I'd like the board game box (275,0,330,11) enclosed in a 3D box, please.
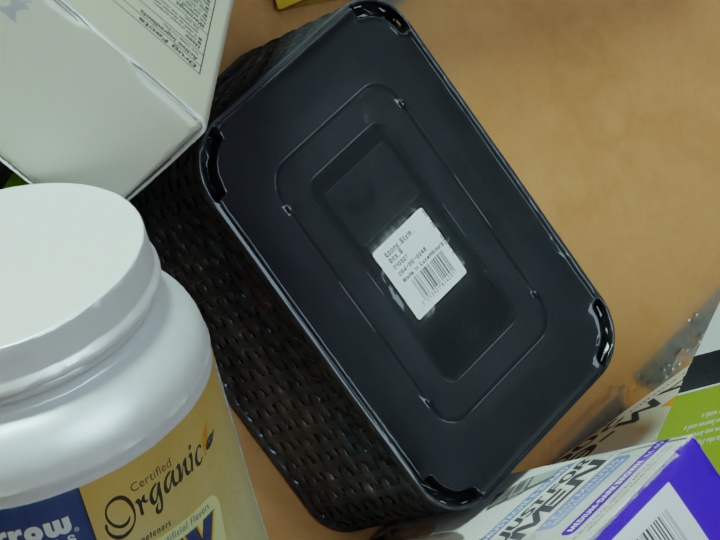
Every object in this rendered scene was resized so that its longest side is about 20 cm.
[{"bbox_3d":[0.031,-0.214,1.402,0.199,0.040,0.154,-14,88,-35],"label":"board game box"}]

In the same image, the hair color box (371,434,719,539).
[{"bbox_3d":[0.063,0.135,1.250,0.109,0.200,0.065,-41,100,-33],"label":"hair color box"}]

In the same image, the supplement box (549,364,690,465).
[{"bbox_3d":[0.184,0.151,1.404,0.126,0.073,0.201,-31,97,-34],"label":"supplement box"}]

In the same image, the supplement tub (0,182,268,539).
[{"bbox_3d":[-0.115,0.082,1.142,0.144,0.144,0.201,-38,127,-33],"label":"supplement tub"}]

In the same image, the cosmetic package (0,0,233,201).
[{"bbox_3d":[-0.110,-0.116,1.209,0.105,0.071,0.200,41,26,-18],"label":"cosmetic package"}]

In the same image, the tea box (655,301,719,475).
[{"bbox_3d":[0.236,0.124,1.317,0.200,0.133,0.197,37,63,-21],"label":"tea box"}]

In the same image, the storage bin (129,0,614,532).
[{"bbox_3d":[0.000,0.000,1.304,0.135,0.094,0.200,-43,103,-32],"label":"storage bin"}]

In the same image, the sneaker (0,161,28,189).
[{"bbox_3d":[-0.152,-0.062,1.222,0.071,0.083,0.200,-37,100,-34],"label":"sneaker"}]
